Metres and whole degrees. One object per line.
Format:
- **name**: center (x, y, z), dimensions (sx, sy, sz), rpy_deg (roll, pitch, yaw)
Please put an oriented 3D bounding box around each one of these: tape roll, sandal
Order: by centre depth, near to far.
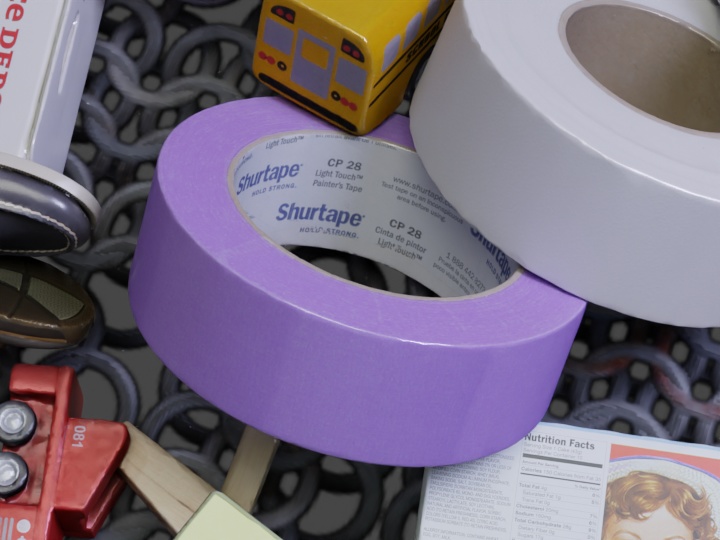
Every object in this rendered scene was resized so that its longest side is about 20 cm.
- **tape roll**: center (0.000, 0.000, 0.922), dimensions (0.199, 0.066, 0.201), rpy_deg (13, 30, -7)
- **tape roll**: center (0.127, -0.066, 0.951), dimensions (0.201, 0.071, 0.203), rpy_deg (16, 35, -12)
- **sandal**: center (-0.215, 0.024, 0.973), dimensions (0.198, 0.082, 0.055), rpy_deg (2, 109, 13)

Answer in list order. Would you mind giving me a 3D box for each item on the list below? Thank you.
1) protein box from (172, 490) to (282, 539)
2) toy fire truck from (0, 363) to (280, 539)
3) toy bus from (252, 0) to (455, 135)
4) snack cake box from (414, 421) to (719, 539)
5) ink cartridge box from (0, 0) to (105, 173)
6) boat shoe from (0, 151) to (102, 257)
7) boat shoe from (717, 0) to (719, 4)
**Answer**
- **protein box**: center (-0.043, 0.241, 0.847), dimensions (0.198, 0.135, 0.200), rpy_deg (35, 72, 13)
- **toy fire truck**: center (-0.100, 0.099, 0.951), dimensions (0.140, 0.049, 0.201), rpy_deg (5, 68, 2)
- **toy bus**: center (0.026, -0.148, 1.007), dimensions (0.065, 0.079, 0.200), rpy_deg (29, 50, 15)
- **snack cake box**: center (0.122, 0.137, 0.925), dimensions (0.198, 0.067, 0.116), rpy_deg (8, 66, 4)
- **ink cartridge box**: center (-0.236, -0.112, 1.019), dimensions (0.198, 0.083, 0.148), rpy_deg (9, 69, 5)
- **boat shoe**: center (-0.219, -0.018, 0.954), dimensions (0.198, 0.073, 0.063), rpy_deg (6, 62, 8)
- **boat shoe**: center (0.197, -0.155, 0.990), dimensions (0.070, 0.066, 0.200), rpy_deg (23, 25, -15)
